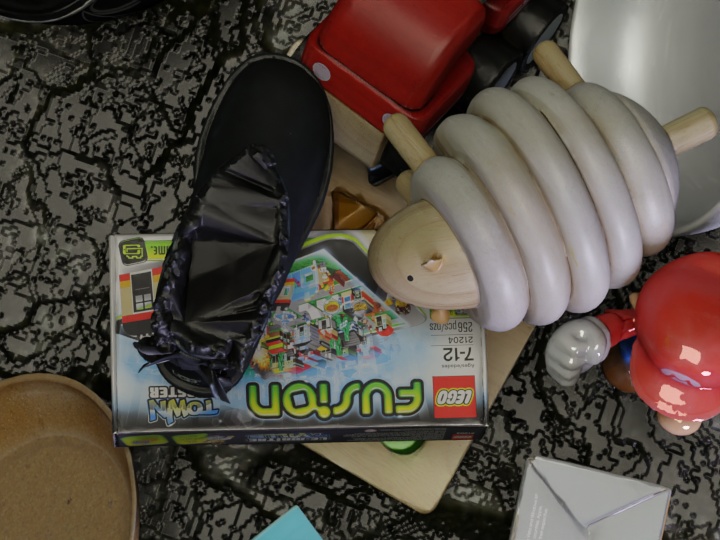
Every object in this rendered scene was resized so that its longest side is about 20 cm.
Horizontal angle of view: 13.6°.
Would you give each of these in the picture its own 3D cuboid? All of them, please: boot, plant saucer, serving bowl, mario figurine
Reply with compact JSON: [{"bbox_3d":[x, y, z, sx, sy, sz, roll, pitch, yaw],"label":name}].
[{"bbox_3d":[-0.059,-0.029,1.506,0.073,0.163,0.200,18,79,0],"label":"boot"},{"bbox_3d":[-0.188,0.157,1.656,0.199,0.035,0.202,-18,60,33],"label":"plant saucer"},{"bbox_3d":[0.191,-0.117,1.636,0.065,0.200,0.202,3,85,-28],"label":"serving bowl"},{"bbox_3d":[0.168,0.057,1.602,0.123,0.200,0.107,-26,84,1],"label":"mario figurine"}]

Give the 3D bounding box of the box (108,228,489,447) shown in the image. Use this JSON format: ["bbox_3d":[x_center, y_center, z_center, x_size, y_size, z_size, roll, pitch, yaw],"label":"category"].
[{"bbox_3d":[-0.033,0.035,1.600,0.198,0.035,0.111,-2,75,-4],"label":"box"}]

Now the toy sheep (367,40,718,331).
[{"bbox_3d":[0.094,-0.041,1.550,0.199,0.138,0.138,-29,84,-9],"label":"toy sheep"}]

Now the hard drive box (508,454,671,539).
[{"bbox_3d":[0.108,0.182,1.596,0.076,0.200,0.157,12,87,3],"label":"hard drive box"}]

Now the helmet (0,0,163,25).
[{"bbox_3d":[-0.141,-0.235,1.649,0.199,0.191,0.201,11,117,22],"label":"helmet"}]

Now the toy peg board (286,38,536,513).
[{"bbox_3d":[0.000,0.000,1.668,0.199,0.098,0.200,30,88,5],"label":"toy peg board"}]

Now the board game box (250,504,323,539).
[{"bbox_3d":[-0.002,0.225,1.521,0.047,0.151,0.200,-37,85,-19],"label":"board game box"}]

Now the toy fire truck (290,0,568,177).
[{"bbox_3d":[0.068,-0.157,1.602,0.128,0.200,0.176,36,53,10],"label":"toy fire truck"}]
